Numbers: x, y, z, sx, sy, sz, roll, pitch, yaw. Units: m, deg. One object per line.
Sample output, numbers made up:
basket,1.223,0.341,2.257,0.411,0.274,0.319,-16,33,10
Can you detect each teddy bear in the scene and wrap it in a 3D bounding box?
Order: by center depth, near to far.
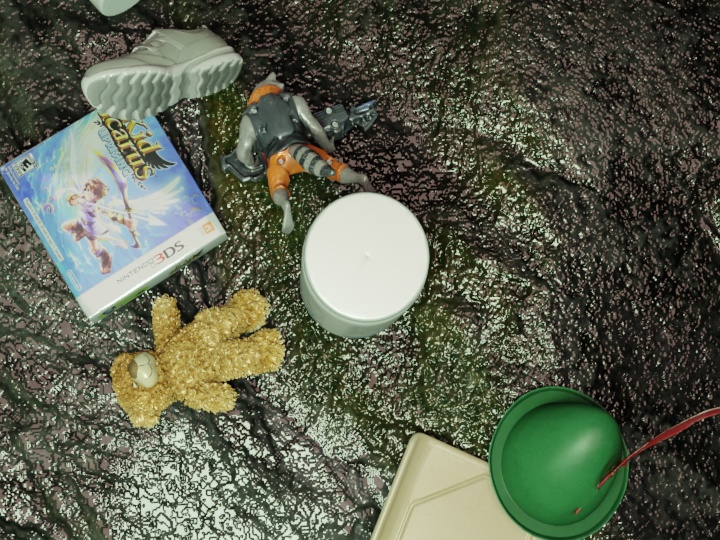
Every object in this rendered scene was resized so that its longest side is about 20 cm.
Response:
teddy bear,-0.180,0.092,1.173,0.196,0.067,0.148,-6,80,-6

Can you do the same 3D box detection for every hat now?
hat,0.249,0.183,1.127,0.165,0.176,0.200,42,68,3

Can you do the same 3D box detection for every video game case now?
video game case,-0.276,-0.075,1.199,0.180,0.045,0.202,-32,86,-9

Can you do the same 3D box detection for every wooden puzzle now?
wooden puzzle,0.111,0.303,1.188,0.198,0.037,0.187,25,80,-6

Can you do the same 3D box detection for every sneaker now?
sneaker,-0.230,-0.227,1.190,0.198,0.075,0.082,-21,65,-43

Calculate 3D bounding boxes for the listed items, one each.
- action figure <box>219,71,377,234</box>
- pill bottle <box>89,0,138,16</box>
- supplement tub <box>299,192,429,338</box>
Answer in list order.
action figure,-0.056,-0.151,1.190,0.198,0.105,0.194,-29,60,-12
pill bottle,-0.323,-0.394,1.203,0.113,0.113,0.200,-41,87,-9
supplement tub,0.000,0.000,1.133,0.129,0.200,0.134,1,82,-5
